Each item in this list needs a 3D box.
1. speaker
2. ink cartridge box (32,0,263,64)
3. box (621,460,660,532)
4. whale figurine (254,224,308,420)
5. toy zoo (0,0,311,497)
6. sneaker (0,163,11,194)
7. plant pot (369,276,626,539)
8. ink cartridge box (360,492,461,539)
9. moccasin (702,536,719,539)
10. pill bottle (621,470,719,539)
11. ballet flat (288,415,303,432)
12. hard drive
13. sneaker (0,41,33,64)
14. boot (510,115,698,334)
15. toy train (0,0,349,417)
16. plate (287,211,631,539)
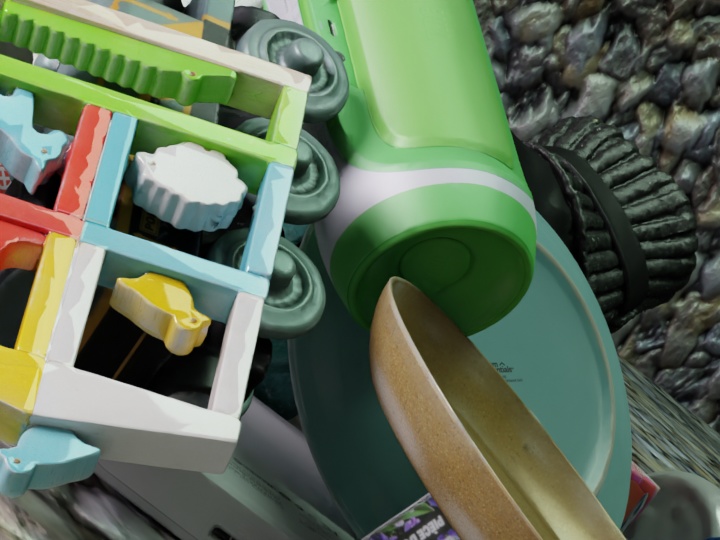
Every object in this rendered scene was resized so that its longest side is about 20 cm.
[{"bbox_3d":[0.013,-0.069,1.092,0.088,0.088,0.200,35,32,-42],"label":"speaker"},{"bbox_3d":[-0.133,-0.130,1.210,0.148,0.200,0.076,47,-36,0],"label":"ink cartridge box"},{"bbox_3d":[0.040,0.072,1.377,0.200,0.095,0.103,44,7,37],"label":"box"},{"bbox_3d":[0.000,0.000,1.177,0.200,0.159,0.104,30,6,-15],"label":"whale figurine"},{"bbox_3d":[-0.093,-0.010,0.901,0.131,0.020,0.200,18,47,-8],"label":"toy zoo"},{"bbox_3d":[-0.165,-0.026,0.991,0.201,0.067,0.108,50,19,-25],"label":"sneaker"},{"bbox_3d":[0.062,0.090,0.977,0.200,0.027,0.200,52,7,-9],"label":"plant pot"},{"bbox_3d":[0.072,0.169,0.975,0.200,0.050,0.109,55,7,7],"label":"ink cartridge box"},{"bbox_3d":[0.149,0.163,1.243,0.068,0.081,0.200,15,-10,-19],"label":"moccasin"},{"bbox_3d":[0.199,0.191,1.400,0.200,0.112,0.112,36,6,-35],"label":"pill bottle"},{"bbox_3d":[-0.016,0.059,1.267,0.200,0.069,0.069,42,6,24],"label":"ballet flat"},{"bbox_3d":[-0.057,0.073,1.073,0.132,0.027,0.200,38,6,-15],"label":"hard drive"},{"bbox_3d":[-0.193,-0.079,1.180,0.200,0.075,0.088,21,17,-41],"label":"sneaker"},{"bbox_3d":[0.070,-0.052,1.304,0.158,0.079,0.212,-37,109,-46],"label":"boot"},{"bbox_3d":[-0.071,-0.031,0.992,0.114,0.085,0.200,22,46,-18],"label":"toy train"},{"bbox_3d":[0.051,0.044,1.127,0.200,0.026,0.201,21,59,-39],"label":"plate"}]
